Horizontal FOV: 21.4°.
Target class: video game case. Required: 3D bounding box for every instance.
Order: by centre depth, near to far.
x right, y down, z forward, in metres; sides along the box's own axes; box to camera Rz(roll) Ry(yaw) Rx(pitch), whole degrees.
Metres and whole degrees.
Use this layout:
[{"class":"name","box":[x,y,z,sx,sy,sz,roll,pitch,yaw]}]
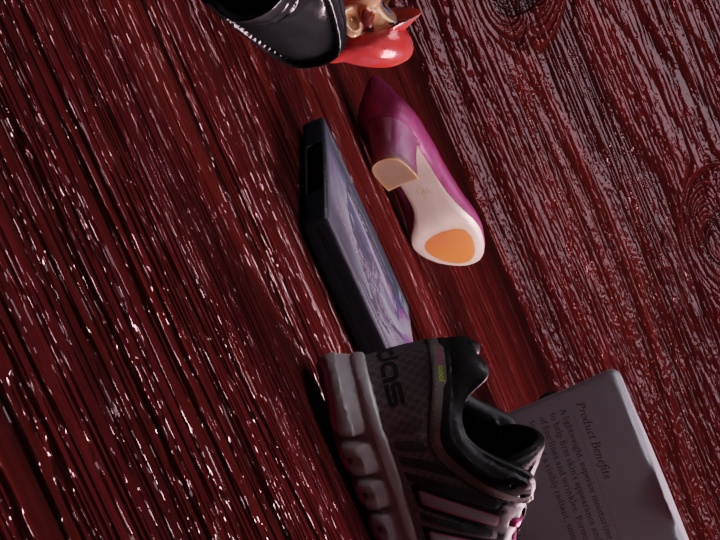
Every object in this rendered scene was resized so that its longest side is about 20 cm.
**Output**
[{"class":"video game case","box":[0.000,0.000,1.150,0.200,0.019,0.144,-97,163,-70]}]

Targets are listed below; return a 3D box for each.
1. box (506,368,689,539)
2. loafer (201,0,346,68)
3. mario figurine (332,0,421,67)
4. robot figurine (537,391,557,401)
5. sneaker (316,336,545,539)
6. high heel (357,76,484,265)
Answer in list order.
[{"class":"box","box":[0.172,0.207,1.374,0.200,0.130,0.200,53,16,-65]},{"class":"loafer","box":[-0.059,-0.153,0.977,0.201,0.068,0.071,48,28,-57]},{"class":"mario figurine","box":[-0.010,-0.254,1.507,0.201,0.106,0.124,57,44,-20]},{"class":"robot figurine","box":[0.216,0.197,1.790,0.200,0.124,0.151,-9,108,-83]},{"class":"sneaker","box":[0.054,0.114,0.892,0.074,0.087,0.201,-95,162,-70]},{"class":"high heel","box":[0.054,-0.083,1.664,0.200,0.067,0.096,42,34,-46]}]
